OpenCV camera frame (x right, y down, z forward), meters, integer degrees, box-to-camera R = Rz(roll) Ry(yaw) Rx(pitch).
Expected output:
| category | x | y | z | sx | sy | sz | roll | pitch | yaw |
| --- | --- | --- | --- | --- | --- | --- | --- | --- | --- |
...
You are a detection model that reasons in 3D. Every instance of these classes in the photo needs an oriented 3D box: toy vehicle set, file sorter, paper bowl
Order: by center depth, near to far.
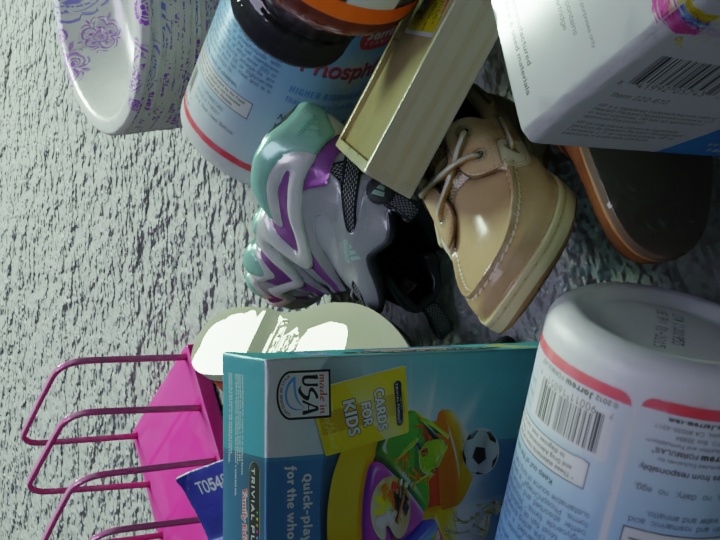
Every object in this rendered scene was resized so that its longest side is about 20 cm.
| category | x | y | z | sx | sy | sz | roll | pitch | yaw |
| --- | --- | --- | --- | --- | --- | --- | --- | --- | --- |
| toy vehicle set | 0.051 | -0.138 | 0.723 | 0.202 | 0.026 | 0.124 | -62 | 12 | 7 |
| paper bowl | -0.153 | -0.206 | 1.076 | 0.200 | 0.103 | 0.203 | 29 | 123 | 58 |
| file sorter | -0.177 | 0.181 | 1.115 | 0.139 | 0.124 | 0.202 | -54 | 47 | 45 |

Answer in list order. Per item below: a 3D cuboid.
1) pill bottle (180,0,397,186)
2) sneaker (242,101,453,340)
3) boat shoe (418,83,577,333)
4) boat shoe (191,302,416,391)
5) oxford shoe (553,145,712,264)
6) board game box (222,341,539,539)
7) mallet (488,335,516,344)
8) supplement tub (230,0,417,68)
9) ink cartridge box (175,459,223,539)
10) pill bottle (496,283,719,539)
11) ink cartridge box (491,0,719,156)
| category | x | y | z | sx | sy | sz | roll | pitch | yaw |
| --- | --- | --- | --- | --- | --- | --- | --- | --- | --- |
| pill bottle | -0.033 | -0.155 | 0.891 | 0.109 | 0.108 | 0.201 | 62 | 139 | 36 |
| sneaker | 0.000 | 0.000 | 0.877 | 0.139 | 0.078 | 0.201 | 37 | 160 | 15 |
| boat shoe | 0.056 | -0.037 | 0.703 | 0.072 | 0.064 | 0.201 | -55 | 13 | 21 |
| boat shoe | -0.024 | 0.063 | 0.862 | 0.199 | 0.062 | 0.072 | 3 | 59 | 50 |
| oxford shoe | 0.114 | -0.078 | 0.695 | 0.071 | 0.070 | 0.202 | 123 | 146 | -46 |
| board game box | 0.030 | 0.113 | 0.703 | 0.047 | 0.198 | 0.153 | 2 | 92 | 58 |
| mallet | 0.027 | 0.080 | 0.868 | 0.199 | 0.041 | 0.067 | -12 | 79 | 54 |
| supplement tub | 0.006 | -0.190 | 0.709 | 0.200 | 0.106 | 0.108 | -52 | 48 | 44 |
| ink cartridge box | -0.015 | 0.193 | 0.821 | 0.199 | 0.040 | 0.202 | -25 | 95 | 44 |
| pill bottle | 0.115 | 0.117 | 0.637 | 0.109 | 0.108 | 0.202 | 36 | 120 | 52 |
| ink cartridge box | 0.163 | -0.124 | 0.535 | 0.200 | 0.143 | 0.086 | -37 | 58 | 53 |
